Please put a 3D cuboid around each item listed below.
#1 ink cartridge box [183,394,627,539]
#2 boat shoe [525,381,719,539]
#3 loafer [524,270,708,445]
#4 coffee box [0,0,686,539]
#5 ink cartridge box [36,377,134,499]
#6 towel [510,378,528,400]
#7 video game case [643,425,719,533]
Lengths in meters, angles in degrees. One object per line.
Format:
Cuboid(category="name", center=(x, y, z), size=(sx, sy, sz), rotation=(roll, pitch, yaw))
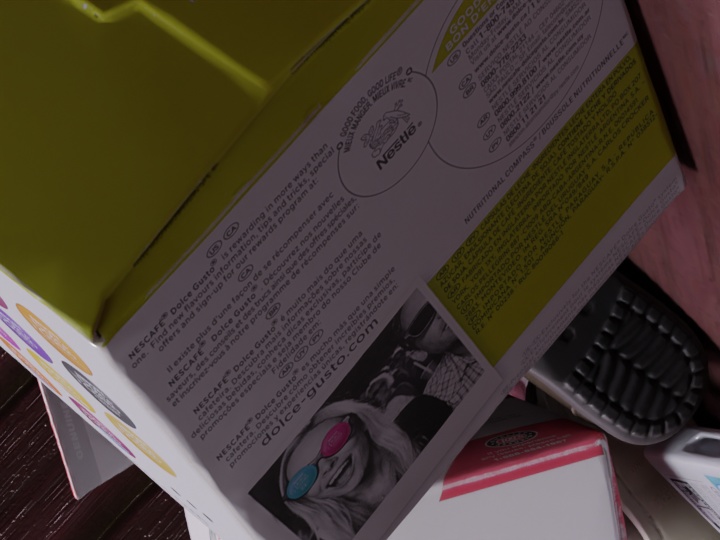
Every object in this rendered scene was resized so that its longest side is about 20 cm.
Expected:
Cuboid(category="ink cartridge box", center=(0.013, 0.110, 1.080), size=(0.200, 0.146, 0.085), rotation=(-157, 54, -72))
Cuboid(category="boat shoe", center=(0.141, 0.119, 1.094), size=(0.200, 0.072, 0.060), rotation=(55, 163, 5))
Cuboid(category="loafer", center=(0.050, 0.000, 1.002), size=(0.200, 0.073, 0.071), rotation=(44, 169, -9))
Cuboid(category="coffee box", center=(-0.045, -0.053, 0.791), size=(0.200, 0.200, 0.198), rotation=(35, 167, 32))
Cuboid(category="ink cartridge box", center=(-0.118, -0.016, 1.114), size=(0.045, 0.176, 0.200), rotation=(-9, 101, 36))
Cuboid(category="towel", center=(0.146, 0.100, 1.210), size=(0.200, 0.023, 0.144), rotation=(29, 161, 46))
Cuboid(category="video game case", center=(0.216, 0.138, 0.978), size=(0.200, 0.024, 0.182), rotation=(44, 170, -8))
